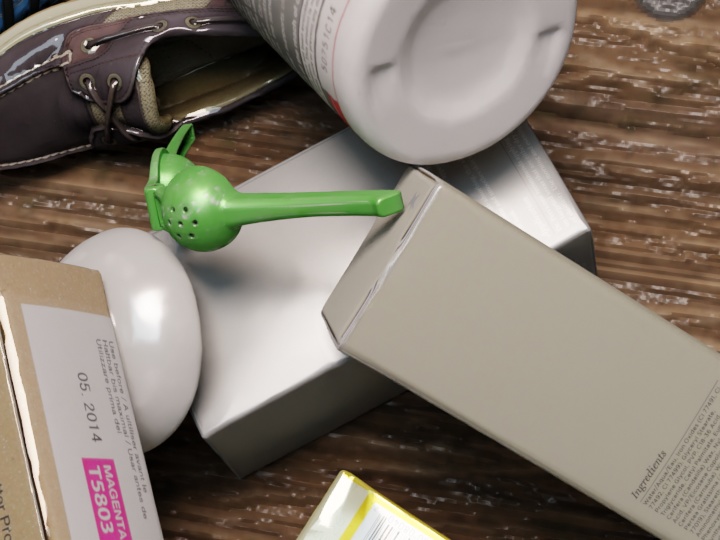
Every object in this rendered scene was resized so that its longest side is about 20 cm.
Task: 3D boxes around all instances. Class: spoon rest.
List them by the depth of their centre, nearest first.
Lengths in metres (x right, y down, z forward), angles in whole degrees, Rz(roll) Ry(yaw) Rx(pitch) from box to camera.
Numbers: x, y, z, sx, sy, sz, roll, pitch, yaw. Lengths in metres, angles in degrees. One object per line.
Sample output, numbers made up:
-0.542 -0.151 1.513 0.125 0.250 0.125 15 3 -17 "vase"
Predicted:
-0.145 0.042 0.789 0.199 0.060 0.100 -14 81 34 "spoon rest"

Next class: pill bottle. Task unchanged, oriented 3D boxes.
-0.004 -0.143 0.758 0.114 0.114 0.200 -37 46 -5 "pill bottle"

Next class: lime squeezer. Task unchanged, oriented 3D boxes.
-0.064 -0.040 0.750 0.070 0.038 0.200 -37 27 -18 "lime squeezer"

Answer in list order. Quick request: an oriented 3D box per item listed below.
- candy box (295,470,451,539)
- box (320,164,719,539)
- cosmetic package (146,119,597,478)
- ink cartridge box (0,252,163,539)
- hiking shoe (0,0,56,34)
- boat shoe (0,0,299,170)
0.046 0.183 0.755 0.199 0.026 0.103 31 82 18 "candy box"
0.088 0.042 0.724 0.199 0.068 0.083 32 95 -12 "box"
0.000 0.000 0.800 0.199 0.090 0.107 -27 68 1 "cosmetic package"
-0.164 0.116 0.709 0.164 0.075 0.202 -24 72 28 "ink cartridge box"
-0.194 -0.133 0.878 0.074 0.086 0.201 45 110 37 "hiking shoe"
-0.111 -0.096 0.855 0.198 0.072 0.065 -21 46 -5 "boat shoe"
